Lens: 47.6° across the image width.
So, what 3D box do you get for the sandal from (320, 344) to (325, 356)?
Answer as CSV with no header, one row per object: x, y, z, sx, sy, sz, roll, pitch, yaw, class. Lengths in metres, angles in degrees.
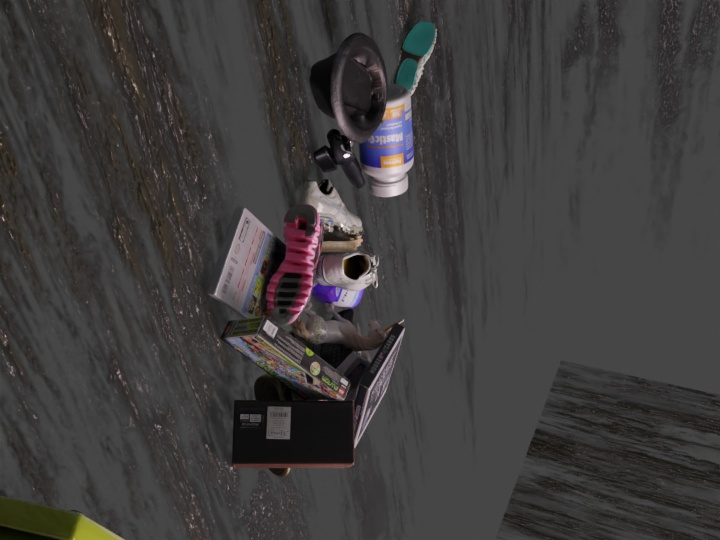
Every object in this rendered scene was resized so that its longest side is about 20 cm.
-0.065,0.198,1.586,0.082,0.053,0.203,76,21,-50,sandal

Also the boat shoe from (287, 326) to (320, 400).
-0.119,0.203,1.498,0.061,0.071,0.205,4,91,-42,boat shoe

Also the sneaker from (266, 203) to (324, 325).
-0.100,-0.005,1.372,0.095,0.077,0.204,39,65,-75,sneaker

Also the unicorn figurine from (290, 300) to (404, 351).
-0.043,0.102,1.465,0.196,0.137,0.075,-8,120,-29,unicorn figurine

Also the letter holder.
-0.114,0.279,1.370,0.142,0.195,0.103,113,-23,-71,letter holder

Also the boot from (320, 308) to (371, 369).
-0.014,0.176,1.559,0.201,0.068,0.133,-72,144,-58,boot

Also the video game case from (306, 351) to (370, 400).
-0.027,0.225,1.498,0.143,0.018,0.200,-46,155,0,video game case

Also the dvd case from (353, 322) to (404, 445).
0.023,0.207,1.439,0.151,0.024,0.202,-56,166,-41,dvd case

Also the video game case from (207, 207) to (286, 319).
-0.172,0.004,1.332,0.200,0.018,0.146,46,57,-60,video game case

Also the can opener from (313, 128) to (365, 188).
-0.029,-0.209,1.536,0.200,0.077,0.065,32,47,-70,can opener

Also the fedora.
-0.029,-0.323,1.447,0.200,0.090,0.205,-28,123,-56,fedora

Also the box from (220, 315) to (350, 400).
-0.119,0.145,1.315,0.199,0.109,0.035,41,59,-29,box

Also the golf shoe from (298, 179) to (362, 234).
-0.049,-0.117,1.506,0.199,0.077,0.100,4,90,-66,golf shoe

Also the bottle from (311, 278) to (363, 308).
-0.057,0.021,1.544,0.199,0.064,0.085,22,80,-65,bottle

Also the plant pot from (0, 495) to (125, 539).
-0.357,0.363,0.890,0.200,0.196,0.184,62,37,-52,plant pot

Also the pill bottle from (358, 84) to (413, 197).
0.050,-0.255,1.616,0.112,0.110,0.204,-46,139,-49,pill bottle

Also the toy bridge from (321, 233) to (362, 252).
-0.041,-0.052,1.552,0.199,0.066,0.028,-13,110,-63,toy bridge

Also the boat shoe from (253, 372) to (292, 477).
-0.141,0.269,1.451,0.066,0.071,0.205,-33,124,-50,boat shoe

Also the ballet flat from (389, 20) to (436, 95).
0.104,-0.441,1.741,0.203,0.071,0.072,-66,152,-23,ballet flat

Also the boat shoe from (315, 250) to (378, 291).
-0.001,-0.005,1.489,0.201,0.085,0.076,9,77,-63,boat shoe
